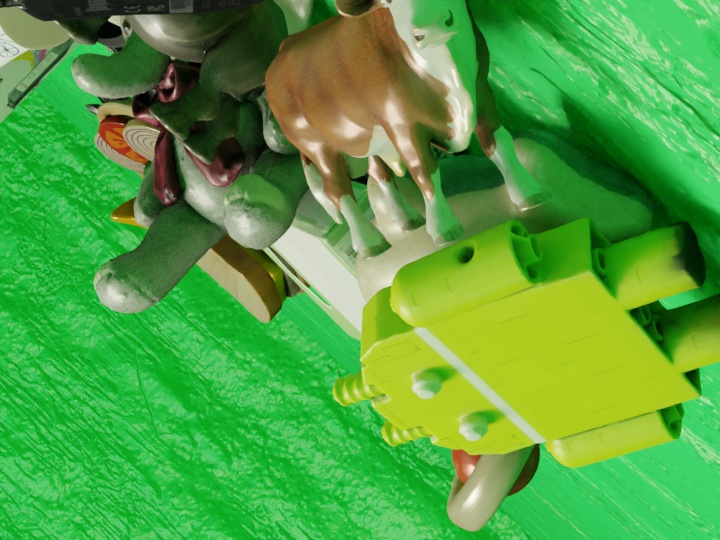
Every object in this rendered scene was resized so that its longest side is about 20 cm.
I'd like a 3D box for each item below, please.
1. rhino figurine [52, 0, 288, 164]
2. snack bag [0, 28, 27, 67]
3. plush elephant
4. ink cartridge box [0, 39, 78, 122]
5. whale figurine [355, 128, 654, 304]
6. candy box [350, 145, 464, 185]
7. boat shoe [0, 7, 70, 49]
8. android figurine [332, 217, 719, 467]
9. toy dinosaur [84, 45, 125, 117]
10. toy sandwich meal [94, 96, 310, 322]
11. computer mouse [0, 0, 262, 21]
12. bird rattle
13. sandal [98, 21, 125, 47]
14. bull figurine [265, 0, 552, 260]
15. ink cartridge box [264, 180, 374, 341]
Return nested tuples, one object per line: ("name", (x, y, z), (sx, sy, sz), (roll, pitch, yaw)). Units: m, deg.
("rhino figurine", (-0.118, -0.151, 0.833), (0.200, 0.088, 0.060), (44, 179, -15))
("snack bag", (-0.291, -0.183, 1.054), (0.199, 0.022, 0.187), (22, 154, -38))
("plush elephant", (-0.095, -0.104, 0.955), (0.155, 0.200, 0.164), (49, 142, -15))
("ink cartridge box", (-0.273, -0.194, 1.265), (0.085, 0.200, 0.148), (41, 174, 3))
("whale figurine", (0.079, -0.022, 0.841), (0.158, 0.104, 0.200), (29, 151, -5))
("candy box", (0.041, -0.031, 1.056), (0.136, 0.061, 0.200), (42, 172, -1))
("boat shoe", (-0.199, -0.232, 0.953), (0.063, 0.073, 0.204), (-94, -4, -63))
("android figurine", (0.082, 0.039, 0.795), (0.182, 0.198, 0.041), (44, -144, -43))
("toy dinosaur", (-0.142, -0.136, 1.254), (0.135, 0.101, 0.203), (-2, 98, 66))
("toy sandwich meal", (-0.119, -0.042, 1.194), (0.204, 0.071, 0.205), (32, 165, 10))
("computer mouse", (-0.132, -0.147, 0.737), (0.140, 0.197, 0.047), (96, 168, -84))
("bird rattle", (0.112, 0.109, 1.161), (0.112, 0.165, 0.200), (25, -175, -8))
("sandal", (-0.137, -0.185, 1.107), (0.045, 0.075, 0.199), (43, 166, -35))
("bull figurine", (0.017, -0.073, 0.715), (0.123, 0.065, 0.200), (67, 160, -6))
("ink cartridge box", (0.000, 0.000, 1.022), (0.146, 0.048, 0.200), (46, 172, -23))
